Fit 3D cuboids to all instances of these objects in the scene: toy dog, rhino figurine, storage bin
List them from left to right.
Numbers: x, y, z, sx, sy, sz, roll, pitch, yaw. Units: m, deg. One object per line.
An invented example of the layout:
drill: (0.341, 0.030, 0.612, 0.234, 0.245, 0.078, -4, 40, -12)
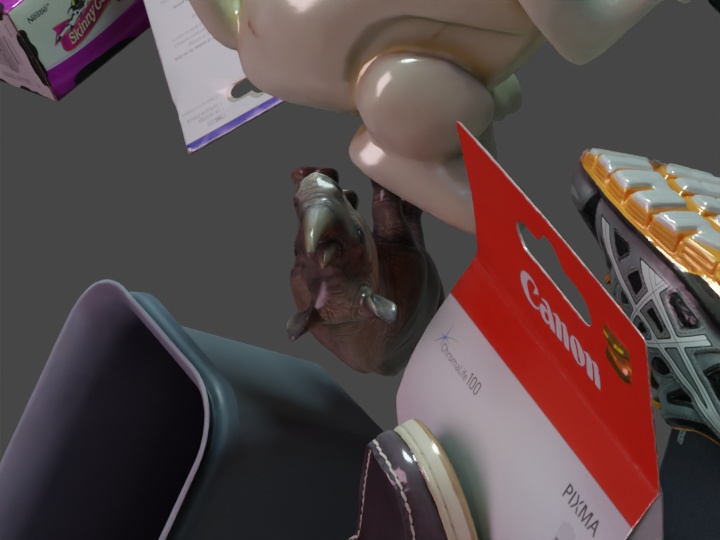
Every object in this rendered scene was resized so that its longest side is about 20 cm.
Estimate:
storage bin: (-0.086, 0.115, 1.020, 0.146, 0.134, 0.200, 44, 113, 44)
rhino figurine: (0.000, 0.000, 0.928, 0.060, 0.200, 0.088, -5, 85, 8)
toy dog: (0.042, -0.150, 0.885, 0.200, 0.193, 0.140, -60, 7, 30)

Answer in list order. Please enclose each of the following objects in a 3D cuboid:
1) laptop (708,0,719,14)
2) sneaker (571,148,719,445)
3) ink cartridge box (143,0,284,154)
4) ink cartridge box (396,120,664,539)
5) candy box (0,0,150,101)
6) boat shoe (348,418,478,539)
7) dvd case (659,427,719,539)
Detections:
laptop: (0.182, -0.157, 0.760, 0.178, 0.103, 0.200, -60, 31, 11)
sneaker: (0.132, 0.020, 0.835, 0.200, 0.078, 0.077, 56, 130, 47)
ink cartridge box: (-0.062, -0.161, 1.054, 0.099, 0.039, 0.201, -25, 71, 28)
ink cartridge box: (0.059, 0.068, 0.840, 0.160, 0.047, 0.201, -125, 21, -50)
candy box: (-0.177, -0.170, 1.190, 0.136, 0.061, 0.200, -42, 36, -22)
boat shoe: (0.011, 0.150, 0.892, 0.072, 0.065, 0.201, -120, 23, -49)
dvd case: (0.170, 0.151, 0.811, 0.200, 0.016, 0.149, 22, 98, 49)
